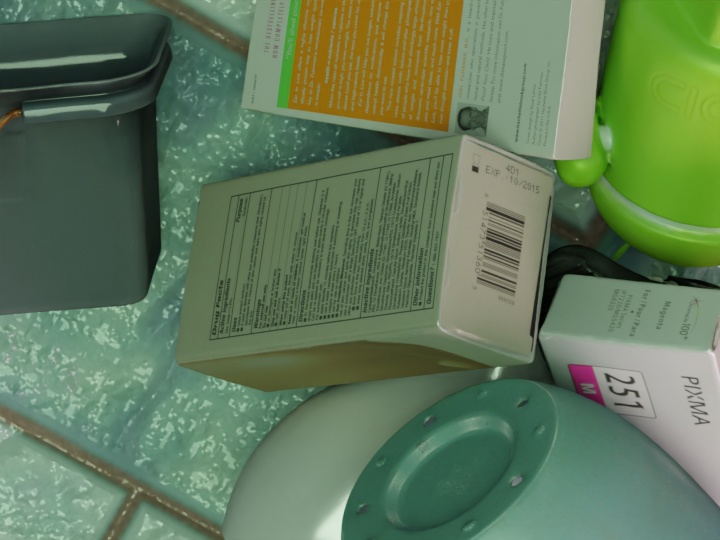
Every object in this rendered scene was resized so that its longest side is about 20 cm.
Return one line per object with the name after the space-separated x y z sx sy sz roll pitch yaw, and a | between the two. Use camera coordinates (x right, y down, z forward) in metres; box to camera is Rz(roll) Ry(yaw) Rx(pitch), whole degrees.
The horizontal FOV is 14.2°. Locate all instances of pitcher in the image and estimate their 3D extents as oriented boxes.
0.041 0.118 1.557 0.200 0.121 0.172 -43 110 -1 | pitcher

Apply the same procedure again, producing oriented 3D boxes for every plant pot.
0.085 0.151 1.422 0.200 0.201 0.161 -32 117 9 | plant pot

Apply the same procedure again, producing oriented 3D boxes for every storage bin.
-0.193 -0.047 1.527 0.199 0.146 0.135 -6 111 5 | storage bin

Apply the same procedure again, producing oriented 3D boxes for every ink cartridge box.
0.197 0.086 1.469 0.173 0.044 0.200 6 143 25 | ink cartridge box

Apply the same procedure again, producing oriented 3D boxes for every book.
0.033 -0.135 1.480 0.200 0.048 0.134 12 100 39 | book

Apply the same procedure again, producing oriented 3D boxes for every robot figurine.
0.180 -0.086 1.480 0.175 0.116 0.200 -10 135 -20 | robot figurine

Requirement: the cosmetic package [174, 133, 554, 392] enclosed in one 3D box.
0.000 0.000 1.480 0.071 0.200 0.106 21 71 -40 | cosmetic package

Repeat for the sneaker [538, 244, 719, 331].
0.167 0.035 1.530 0.074 0.089 0.200 -16 132 45 | sneaker
